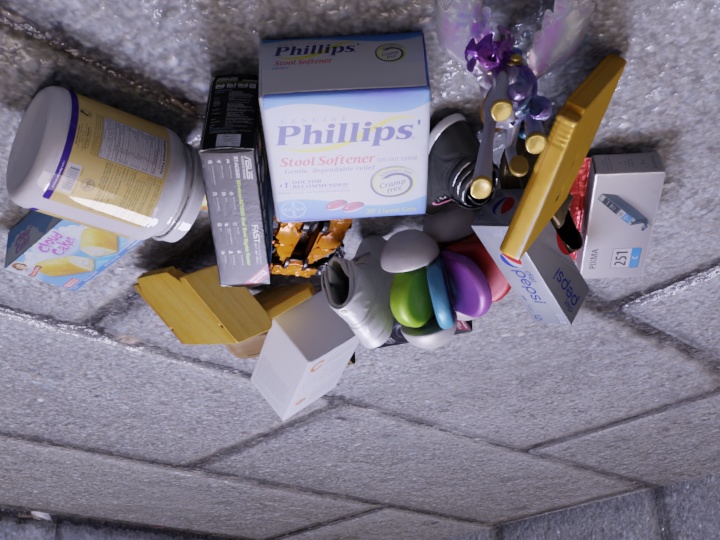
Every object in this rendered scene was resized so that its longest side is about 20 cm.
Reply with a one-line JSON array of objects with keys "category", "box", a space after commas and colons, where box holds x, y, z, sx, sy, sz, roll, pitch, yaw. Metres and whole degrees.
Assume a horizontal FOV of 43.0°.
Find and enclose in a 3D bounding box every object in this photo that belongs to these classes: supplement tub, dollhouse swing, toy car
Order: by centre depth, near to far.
[{"category": "supplement tub", "box": [-0.297, -0.119, 1.083, 0.200, 0.146, 0.145, 18, 146, -35]}, {"category": "toy car", "box": [0.135, 0.012, 1.284, 0.150, 0.200, 0.175, 12, 126, 47]}, {"category": "dollhouse swing", "box": [-0.207, 0.021, 1.421, 0.182, 0.176, 0.200, 53, 151, -18]}]

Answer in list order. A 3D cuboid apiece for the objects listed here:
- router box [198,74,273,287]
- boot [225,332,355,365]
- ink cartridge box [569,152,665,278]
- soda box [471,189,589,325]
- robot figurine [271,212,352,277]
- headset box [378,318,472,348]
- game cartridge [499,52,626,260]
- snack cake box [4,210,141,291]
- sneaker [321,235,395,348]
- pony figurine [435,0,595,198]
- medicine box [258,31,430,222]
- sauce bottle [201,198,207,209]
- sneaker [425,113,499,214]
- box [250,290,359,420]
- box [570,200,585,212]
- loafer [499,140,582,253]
[{"category": "router box", "box": [-0.139, -0.102, 1.061, 0.062, 0.150, 0.200, -2, 133, -2]}, {"category": "boot", "box": [-0.126, 0.131, 1.674, 0.200, 0.066, 0.175, -13, 139, 17]}, {"category": "ink cartridge box", "box": [0.316, -0.072, 1.272, 0.176, 0.045, 0.200, -1, 135, 4]}, {"category": "soda box", "box": [0.227, -0.016, 1.203, 0.063, 0.068, 0.200, 5, 142, 46]}, {"category": "robot figurine", "box": [-0.081, -0.053, 1.327, 0.145, 0.058, 0.200, 7, 150, -18]}, {"category": "headset box", "box": [0.092, 0.057, 1.535, 0.200, 0.077, 0.149, -13, 151, 16]}, {"category": "game cartridge", "box": [0.231, -0.131, 1.046, 0.032, 0.176, 0.200, 28, 130, 16]}, {"category": "snack cake box", "box": [-0.404, -0.049, 1.290, 0.115, 0.067, 0.200, 20, 144, -39]}, {"category": "sneaker", "box": [0.000, 0.000, 1.313, 0.074, 0.200, 0.116, -23, 132, 23]}, {"category": "pony figurine", "box": [0.153, -0.203, 0.959, 0.166, 0.200, 0.193, 6, 136, -2]}, {"category": "medicine box", "box": [-0.016, -0.160, 1.045, 0.182, 0.103, 0.200, -3, 142, 0]}, {"category": "sauce bottle", "box": [-0.133, -0.109, 1.198, 0.200, 0.066, 0.066, 2, 152, 0]}, {"category": "sneaker", "box": [0.121, -0.105, 1.187, 0.071, 0.099, 0.200, -24, 157, -19]}, {"category": "box", "box": [-0.089, 0.139, 1.505, 0.124, 0.097, 0.200, -29, 159, -35]}, {"category": "box", "box": [0.294, -0.069, 1.359, 0.200, 0.036, 0.144, -12, 151, 14]}, {"category": "loafer", "box": [0.244, -0.095, 1.213, 0.067, 0.076, 0.200, 1, 140, 37]}]
